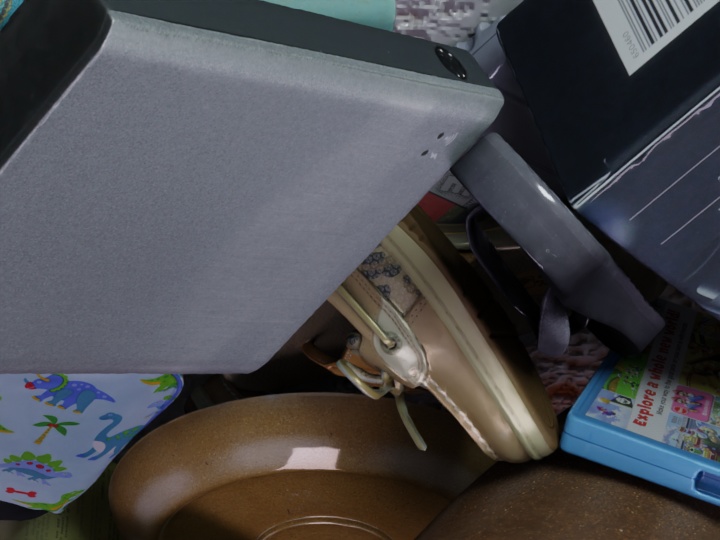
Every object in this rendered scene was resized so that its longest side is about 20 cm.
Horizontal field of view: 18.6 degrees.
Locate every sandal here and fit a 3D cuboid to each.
[{"bbox_3d":[0.061,-0.003,0.786,0.043,0.076,0.200,-44,160,4],"label":"sandal"},{"bbox_3d":[0.033,0.020,0.904,0.198,0.054,0.081,-10,142,10],"label":"sandal"}]

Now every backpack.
[{"bbox_3d":[-0.141,0.017,0.897,0.162,0.154,0.200,28,121,-24],"label":"backpack"}]

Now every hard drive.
[{"bbox_3d":[-0.058,-0.023,0.664,0.140,0.033,0.199,-46,155,23],"label":"hard drive"}]

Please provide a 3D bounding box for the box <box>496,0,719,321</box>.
[{"bbox_3d":[0.174,-0.056,0.802,0.148,0.107,0.200,-40,131,21],"label":"box"}]

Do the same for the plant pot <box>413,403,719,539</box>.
[{"bbox_3d":[0.117,0.126,0.902,0.186,0.200,0.188,16,129,20],"label":"plant pot"}]

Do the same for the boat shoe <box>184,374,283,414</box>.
[{"bbox_3d":[0.002,0.092,1.057,0.076,0.072,0.200,-44,131,11],"label":"boat shoe"}]

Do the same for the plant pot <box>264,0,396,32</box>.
[{"bbox_3d":[-0.093,-0.091,0.744,0.198,0.142,0.142,1,143,-8],"label":"plant pot"}]

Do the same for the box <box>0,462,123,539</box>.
[{"bbox_3d":[-0.178,0.110,1.053,0.199,0.076,0.050,29,135,-35],"label":"box"}]

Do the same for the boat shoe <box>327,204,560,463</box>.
[{"bbox_3d":[0.000,0.000,0.842,0.063,0.200,0.073,-40,173,8],"label":"boat shoe"}]

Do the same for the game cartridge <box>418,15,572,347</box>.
[{"bbox_3d":[0.048,-0.020,0.927,0.132,0.041,0.200,20,138,-32],"label":"game cartridge"}]

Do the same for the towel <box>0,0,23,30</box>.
[{"bbox_3d":[-0.164,-0.051,0.654,0.199,0.022,0.147,22,132,-34],"label":"towel"}]

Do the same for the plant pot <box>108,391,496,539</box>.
[{"bbox_3d":[-0.015,0.118,0.989,0.198,0.028,0.201,1,144,1],"label":"plant pot"}]

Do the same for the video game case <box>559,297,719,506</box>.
[{"bbox_3d":[0.189,0.070,0.855,0.199,0.143,0.018,20,114,13],"label":"video game case"}]
